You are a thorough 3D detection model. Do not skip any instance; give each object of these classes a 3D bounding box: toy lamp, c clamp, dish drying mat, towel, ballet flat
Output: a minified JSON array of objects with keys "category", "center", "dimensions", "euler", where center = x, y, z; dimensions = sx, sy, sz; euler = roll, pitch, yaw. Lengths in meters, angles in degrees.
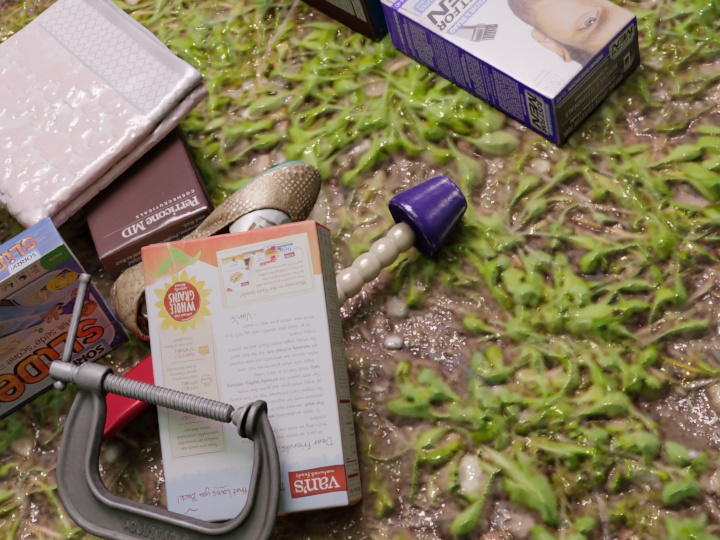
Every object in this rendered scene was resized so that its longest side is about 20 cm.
[{"category":"toy lamp","center":[0.000,0.000,1.105],"dimensions":[0.199,0.058,0.058],"euler":[-39,55,-13]},{"category":"c clamp","center":[-0.139,0.112,0.990],"dimensions":[0.198,0.027,0.173],"euler":[18,91,18]},{"category":"dish drying mat","center":[-0.132,0.058,1.103],"dimensions":[0.199,0.018,0.077],"euler":[-39,18,-12]},{"category":"towel","center":[-0.251,-0.143,1.194],"dimensions":[0.191,0.032,0.200],"euler":[-42,54,-12]},{"category":"ballet flat","center":[-0.107,-0.008,1.120],"dimensions":[0.199,0.071,0.066],"euler":[-36,41,9]}]

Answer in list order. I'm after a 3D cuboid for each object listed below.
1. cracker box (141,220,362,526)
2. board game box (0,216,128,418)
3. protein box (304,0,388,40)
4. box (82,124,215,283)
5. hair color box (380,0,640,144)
[{"category":"cracker box","center":[-0.078,0.075,1.024],"dimensions":[0.132,0.058,0.203],"euler":[-8,83,10]},{"category":"board game box","center":[-0.293,0.060,1.100],"dimensions":[0.199,0.136,0.035],"euler":[-33,53,-7]},{"category":"protein box","center":[-0.006,-0.355,1.300],"dimensions":[0.199,0.135,0.199],"euler":[34,71,31]},{"category":"box","center":[-0.190,-0.082,1.206],"dimensions":[0.099,0.075,0.201],"euler":[-25,55,-2]},{"category":"hair color box","center":[0.125,-0.202,1.204],"dimensions":[0.199,0.065,0.109],"euler":[36,71,31]}]
